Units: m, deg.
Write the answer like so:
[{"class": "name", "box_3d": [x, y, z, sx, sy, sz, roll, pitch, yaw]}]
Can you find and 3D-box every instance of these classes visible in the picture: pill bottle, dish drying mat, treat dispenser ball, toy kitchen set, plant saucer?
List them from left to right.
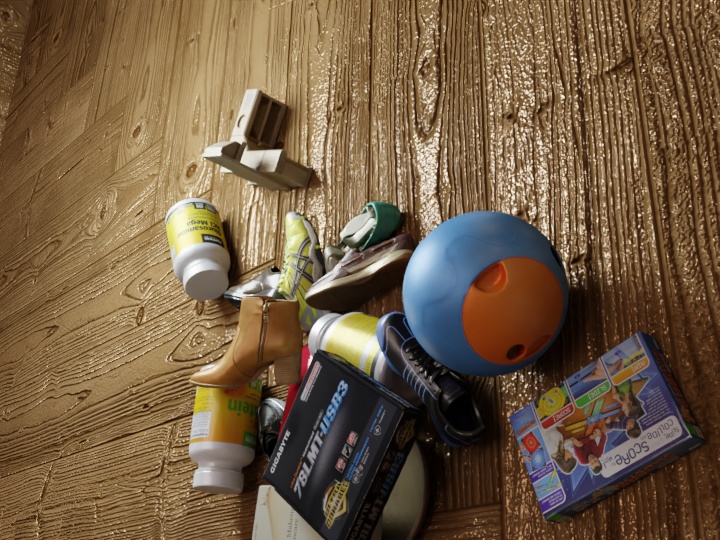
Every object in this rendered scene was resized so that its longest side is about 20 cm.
[{"class": "pill bottle", "box_3d": [-0.319, -0.040, 1.731, 0.112, 0.112, 0.200, -46, 43, 25]}, {"class": "pill bottle", "box_3d": [-0.229, 0.269, 1.473, 0.111, 0.111, 0.201, -20, 58, 43]}, {"class": "toy kitchen set", "box_3d": [-0.194, -0.265, 1.651, 0.200, 0.163, 0.181, 8, 79, 51]}, {"class": "dish drying mat", "box_3d": [-0.090, 0.201, 1.377, 0.077, 0.018, 0.201, -24, 42, 35]}, {"class": "pill bottle", "box_3d": [0.012, 0.122, 1.260, 0.200, 0.111, 0.112, 16, 85, 51]}, {"class": "plant saucer", "box_3d": [0.026, 0.310, 1.218, 0.200, 0.029, 0.201, -25, 54, 40]}, {"class": "treat dispenser ball", "box_3d": [0.152, 0.029, 1.066, 0.200, 0.200, 0.202, -25, 54, 41]}]

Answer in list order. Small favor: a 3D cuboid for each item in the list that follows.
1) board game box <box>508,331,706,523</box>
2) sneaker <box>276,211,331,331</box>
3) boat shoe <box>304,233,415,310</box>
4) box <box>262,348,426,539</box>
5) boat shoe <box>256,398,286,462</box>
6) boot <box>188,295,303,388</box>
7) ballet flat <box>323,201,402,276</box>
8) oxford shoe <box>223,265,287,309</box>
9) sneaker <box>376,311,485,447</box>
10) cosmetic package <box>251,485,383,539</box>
[{"class": "board game box", "box_3d": [0.270, 0.179, 0.987, 0.200, 0.034, 0.136, -40, 46, 31]}, {"class": "sneaker", "box_3d": [-0.101, 0.001, 1.425, 0.075, 0.076, 0.201, 131, 128, -72]}, {"class": "boat shoe", "box_3d": [0.000, 0.000, 1.356, 0.199, 0.072, 0.072, -27, 49, 26]}, {"class": "box", "box_3d": [-0.028, 0.231, 1.143, 0.198, 0.050, 0.201, 28, 96, 48]}, {"class": "boat shoe", "box_3d": [-0.129, 0.273, 1.397, 0.069, 0.056, 0.200, -55, 40, 16]}, {"class": "boot", "box_3d": [-0.186, 0.113, 1.403, 0.200, 0.071, 0.145, -5, 91, 15]}, {"class": "ballet flat", "box_3d": [-0.018, -0.038, 1.406, 0.200, 0.070, 0.067, -49, 42, 22]}, {"class": "oxford shoe", "box_3d": [-0.171, 0.037, 1.566, 0.199, 0.073, 0.085, -4, 53, 47]}, {"class": "sneaker", "box_3d": [0.094, 0.133, 1.118, 0.200, 0.070, 0.078, 55, 160, 7]}, {"class": "cosmetic package", "box_3d": [-0.062, 0.355, 1.222, 0.200, 0.073, 0.104, -16, 61, 44]}]
